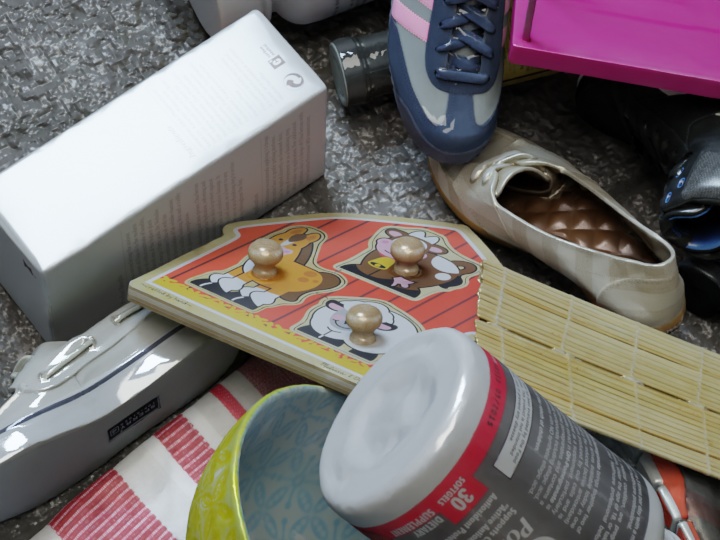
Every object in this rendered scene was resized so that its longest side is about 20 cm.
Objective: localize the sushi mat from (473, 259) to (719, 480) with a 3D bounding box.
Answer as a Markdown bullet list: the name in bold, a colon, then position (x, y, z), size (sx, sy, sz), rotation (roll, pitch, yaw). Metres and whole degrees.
- **sushi mat**: position (0.150, 0.062, 1.353), size (0.199, 0.012, 0.096), rotation (21, 44, -13)

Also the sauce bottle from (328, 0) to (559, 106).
- **sauce bottle**: position (0.080, -0.143, 1.505), size (0.198, 0.065, 0.065), rotation (-14, 64, -11)

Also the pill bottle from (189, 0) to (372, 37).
- **pill bottle**: position (-0.012, -0.218, 1.513), size (0.199, 0.114, 0.114), rotation (-22, 66, -12)

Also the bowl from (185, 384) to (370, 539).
- **bowl**: position (-0.026, 0.170, 1.283), size (0.107, 0.199, 0.201), rotation (-36, 61, 30)

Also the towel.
- **towel**: position (-0.071, 0.141, 1.381), size (0.200, 0.023, 0.144), rotation (-38, 70, -19)

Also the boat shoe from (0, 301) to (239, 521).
- **boat shoe**: position (-0.163, 0.069, 1.388), size (0.199, 0.072, 0.066), rotation (-34, 65, -18)

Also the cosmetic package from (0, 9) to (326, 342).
- **cosmetic package**: position (-0.117, -0.051, 1.432), size (0.199, 0.102, 0.071), rotation (-35, 68, -18)

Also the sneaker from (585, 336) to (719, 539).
- **sneaker**: position (0.188, 0.116, 1.375), size (0.081, 0.077, 0.201), rotation (-16, 65, -17)

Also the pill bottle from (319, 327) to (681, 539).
- **pill bottle**: position (0.084, 0.127, 1.265), size (0.200, 0.110, 0.111), rotation (38, 62, -25)

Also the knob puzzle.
- **knob puzzle**: position (0.000, 0.000, 1.394), size (0.218, 0.031, 0.220), rotation (3, 25, -2)

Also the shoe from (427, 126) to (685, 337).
- **shoe**: position (0.114, -0.037, 1.441), size (0.070, 0.054, 0.200), rotation (-38, 56, -20)

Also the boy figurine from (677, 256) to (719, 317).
- **boy figurine**: position (0.268, -0.047, 1.465), size (0.124, 0.065, 0.200), rotation (33, 70, 17)

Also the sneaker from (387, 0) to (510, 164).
- **sneaker**: position (0.056, -0.164, 1.426), size (0.070, 0.082, 0.202), rotation (-1, 87, -15)

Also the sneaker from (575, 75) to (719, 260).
- **sneaker**: position (0.181, -0.066, 1.425), size (0.199, 0.073, 0.112), rotation (13, 55, 44)

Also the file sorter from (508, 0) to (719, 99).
- **file sorter**: position (0.167, -0.216, 1.409), size (0.138, 0.126, 0.201), rotation (9, 44, -1)
